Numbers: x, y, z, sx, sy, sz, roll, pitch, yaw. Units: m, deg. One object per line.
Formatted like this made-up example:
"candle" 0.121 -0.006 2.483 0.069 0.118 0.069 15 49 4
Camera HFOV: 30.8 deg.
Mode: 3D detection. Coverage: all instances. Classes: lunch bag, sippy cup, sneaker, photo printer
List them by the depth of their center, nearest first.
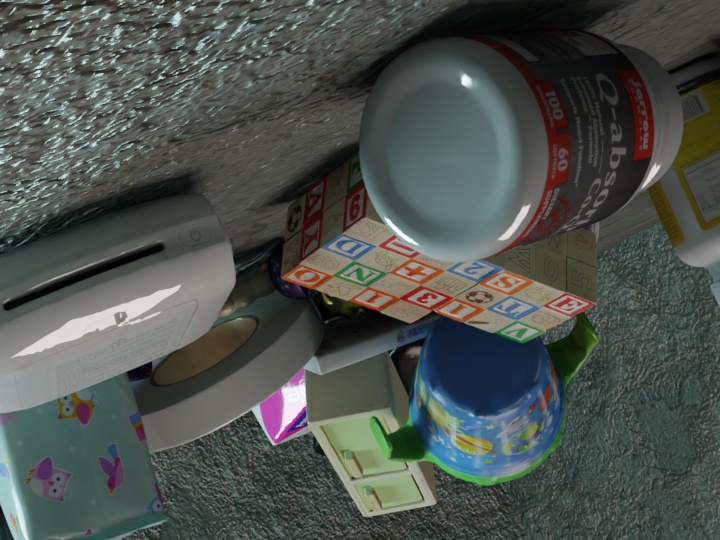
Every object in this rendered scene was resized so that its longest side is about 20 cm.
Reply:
"photo printer" -0.161 0.021 0.792 0.165 0.070 0.200 -22 173 -16
"lunch bag" -0.234 0.135 1.002 0.121 0.172 0.200 -14 172 -22
"sippy cup" 0.100 0.090 1.050 0.179 0.138 0.131 -62 163 -16
"sneaker" 0.000 0.000 1.071 0.084 0.075 0.200 -24 160 -10

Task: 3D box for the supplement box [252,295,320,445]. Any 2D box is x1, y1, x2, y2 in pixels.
"supplement box" -0.019 0.082 1.300 0.199 0.104 0.101 -13 153 -44

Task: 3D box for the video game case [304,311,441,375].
"video game case" 0.025 0.044 1.161 0.198 0.018 0.143 -19 -169 -22

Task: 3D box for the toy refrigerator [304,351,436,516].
"toy refrigerator" 0.012 0.153 1.188 0.075 0.071 0.201 -11 145 9

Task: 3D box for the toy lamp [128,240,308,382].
"toy lamp" -0.141 0.042 1.093 0.198 0.059 0.058 -24 174 6

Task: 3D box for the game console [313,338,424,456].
"game console" 0.062 0.097 1.288 0.174 0.117 0.200 13 136 -25

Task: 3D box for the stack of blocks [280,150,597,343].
"stack of blocks" 0.057 -0.010 0.931 0.198 0.059 0.115 19 150 -26

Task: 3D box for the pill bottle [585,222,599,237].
"pill bottle" 0.158 -0.040 1.267 0.110 0.112 0.200 -26 173 22

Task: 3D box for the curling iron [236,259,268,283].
"curling iron" -0.078 0.005 1.155 0.198 0.026 0.050 -24 170 5

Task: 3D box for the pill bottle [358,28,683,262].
"pill bottle" 0.099 -0.077 0.740 0.115 0.117 0.199 -29 172 39

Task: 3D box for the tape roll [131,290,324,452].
"tape roll" -0.125 0.081 1.108 0.201 0.037 0.203 -27 -164 8

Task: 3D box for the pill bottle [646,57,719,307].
"pill bottle" 0.312 -0.074 1.148 0.111 0.202 0.112 -22 174 -3
